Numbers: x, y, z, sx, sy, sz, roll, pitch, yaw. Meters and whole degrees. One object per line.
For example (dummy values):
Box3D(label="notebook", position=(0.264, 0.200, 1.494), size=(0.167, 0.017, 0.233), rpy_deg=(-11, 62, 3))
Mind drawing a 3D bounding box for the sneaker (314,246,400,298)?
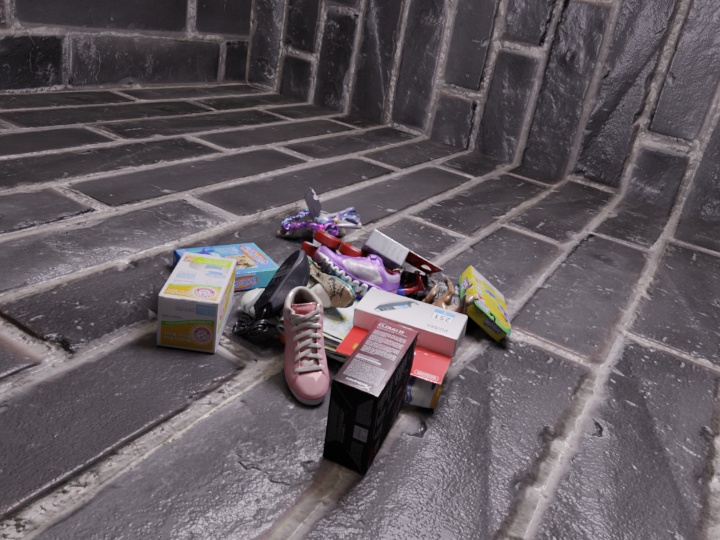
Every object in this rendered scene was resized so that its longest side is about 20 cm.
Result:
Box3D(label="sneaker", position=(0.000, 0.000, 1.309), size=(0.198, 0.089, 0.080), rpy_deg=(32, -11, -10))

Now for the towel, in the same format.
Box3D(label="towel", position=(-0.051, 0.100, 1.248), size=(0.169, 0.049, 0.200), rpy_deg=(21, 25, 16))

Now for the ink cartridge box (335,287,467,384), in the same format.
Box3D(label="ink cartridge box", position=(0.077, 0.111, 1.148), size=(0.196, 0.045, 0.176), rpy_deg=(15, 29, 16))

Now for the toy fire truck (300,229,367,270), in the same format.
Box3D(label="toy fire truck", position=(-0.039, -0.006, 1.490), size=(0.198, 0.114, 0.167), rpy_deg=(28, 5, 34))

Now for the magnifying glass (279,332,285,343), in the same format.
Box3D(label="magnifying glass", position=(-0.064, 0.123, 1.266), size=(0.197, 0.023, 0.080), rpy_deg=(-5, 28, -30))

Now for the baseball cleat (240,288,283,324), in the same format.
Box3D(label="baseball cleat", position=(-0.145, 0.065, 1.318), size=(0.197, 0.071, 0.106), rpy_deg=(-19, 39, -32))

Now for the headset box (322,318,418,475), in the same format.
Box3D(label="headset box", position=(0.021, 0.182, 0.984), size=(0.074, 0.151, 0.200), rpy_deg=(17, 31, 16))

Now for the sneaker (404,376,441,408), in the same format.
Box3D(label="sneaker", position=(0.082, 0.168, 1.162), size=(0.086, 0.077, 0.201), rpy_deg=(5, 23, -12))

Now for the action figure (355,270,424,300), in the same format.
Box3D(label="action figure", position=(0.037, 0.046, 1.382), size=(0.196, 0.052, 0.066), rpy_deg=(-19, 21, 5))

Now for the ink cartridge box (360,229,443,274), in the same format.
Box3D(label="ink cartridge box", position=(0.085, -0.022, 1.429), size=(0.172, 0.044, 0.200), rpy_deg=(32, -4, -1))

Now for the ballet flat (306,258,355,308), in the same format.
Box3D(label="ballet flat", position=(-0.088, 0.033, 1.253), size=(0.074, 0.069, 0.199), rpy_deg=(-25, 33, -24))

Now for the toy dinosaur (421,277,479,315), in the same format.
Box3D(label="toy dinosaur", position=(0.152, 0.097, 1.260), size=(0.085, 0.137, 0.199), rpy_deg=(36, -21, -22))

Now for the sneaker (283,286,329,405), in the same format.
Box3D(label="sneaker", position=(-0.096, 0.118, 1.086), size=(0.074, 0.106, 0.203), rpy_deg=(-5, 52, -8))

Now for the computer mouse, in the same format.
Box3D(label="computer mouse", position=(-0.153, 0.051, 1.201), size=(0.053, 0.201, 0.138), rpy_deg=(42, -23, -18))

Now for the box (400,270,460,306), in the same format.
Box3D(label="box", position=(0.152, 0.072, 1.448), size=(0.157, 0.044, 0.200), rpy_deg=(14, 24, 7))

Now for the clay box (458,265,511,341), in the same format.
Box3D(label="clay box", position=(0.275, 0.076, 1.428), size=(0.115, 0.048, 0.201), rpy_deg=(41, 22, -10))

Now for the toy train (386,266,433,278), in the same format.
Box3D(label="toy train", position=(0.091, 0.010, 1.573), size=(0.196, 0.035, 0.046), rpy_deg=(13, 27, 6))

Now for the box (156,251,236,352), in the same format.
Box3D(label="box", position=(-0.305, 0.056, 1.210), size=(0.110, 0.103, 0.201), rpy_deg=(8, 23, -4))

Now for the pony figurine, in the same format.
Box3D(label="pony figurine", position=(-0.101, -0.122, 1.679), size=(0.197, 0.170, 0.192), rpy_deg=(-7, -3, -29))

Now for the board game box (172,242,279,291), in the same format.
Box3D(label="board game box", position=(-0.297, -0.007, 1.427), size=(0.197, 0.046, 0.152), rpy_deg=(-7, 29, -35))
